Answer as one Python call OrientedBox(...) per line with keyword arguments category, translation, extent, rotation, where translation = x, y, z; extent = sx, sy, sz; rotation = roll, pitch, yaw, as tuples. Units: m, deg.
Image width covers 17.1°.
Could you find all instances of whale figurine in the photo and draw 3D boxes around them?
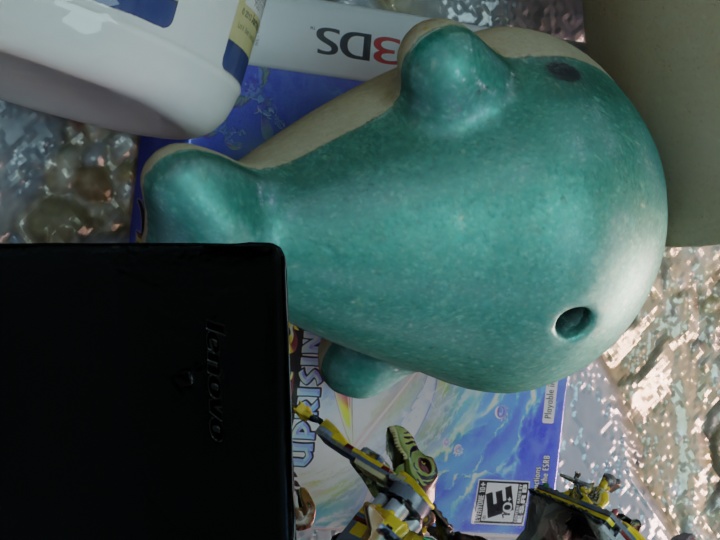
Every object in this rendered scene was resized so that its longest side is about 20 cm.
OrientedBox(category="whale figurine", translation=(0.018, -0.009, 0.828), extent=(0.199, 0.104, 0.160), rotation=(-7, 132, -31))

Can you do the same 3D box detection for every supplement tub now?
OrientedBox(category="supplement tub", translation=(-0.086, -0.158, 0.808), extent=(0.144, 0.144, 0.201), rotation=(20, 83, -29))

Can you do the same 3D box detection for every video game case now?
OrientedBox(category="video game case", translation=(0.000, 0.000, 0.924), extent=(0.181, 0.045, 0.201), rotation=(5, 91, -29))

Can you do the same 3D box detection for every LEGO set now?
OrientedBox(category="LEGO set", translation=(0.021, 0.089, 0.810), extent=(0.154, 0.200, 0.116), rotation=(46, 75, -19))

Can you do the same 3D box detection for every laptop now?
OrientedBox(category="laptop", translation=(-0.093, 0.081, 0.773), extent=(0.115, 0.200, 0.188), rotation=(-2, 95, -11))

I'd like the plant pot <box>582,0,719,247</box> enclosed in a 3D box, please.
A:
OrientedBox(category="plant pot", translation=(0.154, -0.136, 0.897), extent=(0.187, 0.187, 0.201), rotation=(-25, 104, -26))
